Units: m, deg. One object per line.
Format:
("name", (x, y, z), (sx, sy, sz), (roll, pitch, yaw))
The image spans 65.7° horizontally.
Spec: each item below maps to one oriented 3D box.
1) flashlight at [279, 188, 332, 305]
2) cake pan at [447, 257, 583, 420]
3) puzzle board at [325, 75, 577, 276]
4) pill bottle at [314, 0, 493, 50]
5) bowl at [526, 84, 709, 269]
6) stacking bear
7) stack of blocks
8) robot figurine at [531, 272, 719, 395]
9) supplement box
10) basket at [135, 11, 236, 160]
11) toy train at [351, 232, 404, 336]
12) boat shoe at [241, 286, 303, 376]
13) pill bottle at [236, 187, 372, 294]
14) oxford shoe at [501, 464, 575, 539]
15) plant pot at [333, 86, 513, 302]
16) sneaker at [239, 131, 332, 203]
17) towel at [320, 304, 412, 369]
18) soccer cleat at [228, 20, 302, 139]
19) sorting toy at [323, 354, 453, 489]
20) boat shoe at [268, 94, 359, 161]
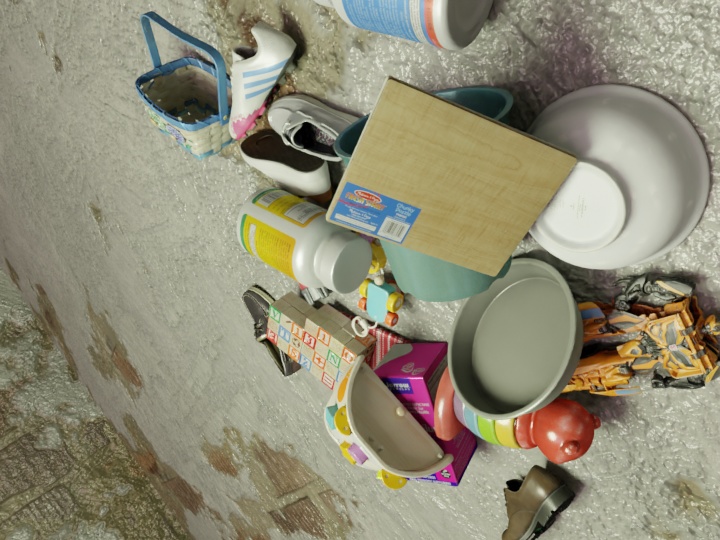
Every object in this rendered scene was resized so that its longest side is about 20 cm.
("flashlight", (-0.106, -0.042, 0.960), (0.068, 0.068, 0.201), (-28, 89, 58))
("cake pan", (0.188, 0.084, 0.683), (0.037, 0.202, 0.200), (22, 150, -29))
("puzzle board", (0.084, -0.081, 0.536), (0.198, 0.017, 0.151), (17, 125, -16))
("pill bottle", (0.036, -0.315, 0.603), (0.199, 0.112, 0.113), (26, 131, 29))
("bowl", (0.238, -0.080, 0.576), (0.200, 0.090, 0.203), (23, 129, 32))
("stacking bear", (0.209, 0.189, 0.739), (0.199, 0.121, 0.115), (13, 117, 47))
("stack of blocks", (-0.075, 0.121, 0.998), (0.199, 0.058, 0.116), (33, 131, 23))
("robot figurine", (0.306, 0.084, 0.638), (0.199, 0.058, 0.146), (-23, 99, 49))
("supplement box", (0.102, 0.225, 0.885), (0.100, 0.103, 0.202), (-8, 109, 35))
("basket", (-0.273, -0.291, 0.899), (0.176, 0.139, 0.201), (36, 144, 22))
("toy train", (0.000, 0.000, 0.890), (0.150, 0.055, 0.201), (-21, 97, 50))
("boat shoe", (-0.184, 0.125, 1.136), (0.201, 0.065, 0.072), (55, 141, 3))
("pill bottle", (-0.082, -0.042, 0.822), (0.199, 0.112, 0.114), (26, 131, 35))
("oxford shoe", (0.259, 0.369, 0.871), (0.084, 0.072, 0.201), (46, 138, 35))
("plant pot", (0.090, -0.084, 0.654), (0.199, 0.200, 0.197), (11, 130, 40))
("sneaker", (-0.121, -0.158, 0.889), (0.199, 0.073, 0.085), (33, 155, 38))
("towel", (0.008, 0.151, 1.000), (0.199, 0.022, 0.146), (20, 125, 33))
("soccer cleat", (-0.165, -0.285, 0.839), (0.086, 0.070, 0.200), (33, 135, -18))
("sorting toy", (0.008, 0.254, 0.851), (0.200, 0.107, 0.180), (48, 149, 2))
("boat shoe", (-0.078, -0.204, 0.817), (0.199, 0.068, 0.072), (32, 135, 29))
